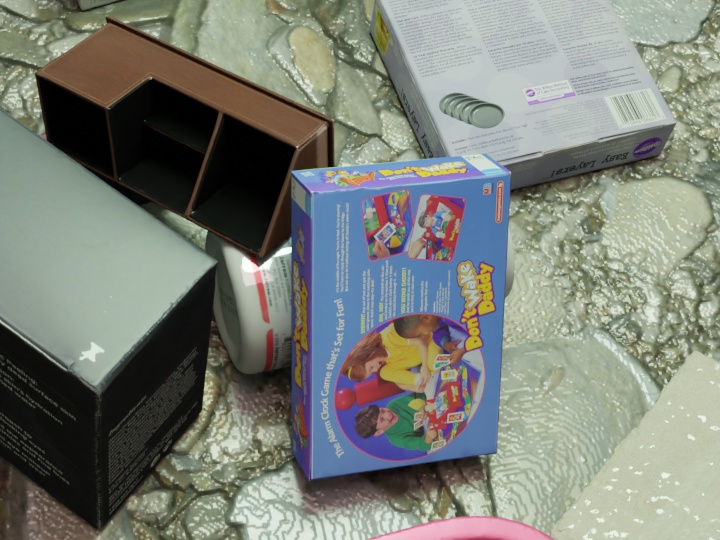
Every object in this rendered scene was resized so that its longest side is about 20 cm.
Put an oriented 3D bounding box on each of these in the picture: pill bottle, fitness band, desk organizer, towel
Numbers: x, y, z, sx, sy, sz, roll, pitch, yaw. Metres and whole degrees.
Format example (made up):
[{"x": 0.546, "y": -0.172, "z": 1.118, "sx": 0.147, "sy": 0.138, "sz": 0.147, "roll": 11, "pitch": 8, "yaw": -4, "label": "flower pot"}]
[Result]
[{"x": 0.000, "y": 0.000, "z": 1.079, "sx": 0.199, "sy": 0.109, "sz": 0.109, "roll": -11, "pitch": 61, "yaw": -16, "label": "pill bottle"}, {"x": 0.055, "y": 0.232, "z": 0.986, "sx": 0.199, "sy": 0.037, "sz": 0.144, "roll": -12, "pitch": 61, "yaw": -14, "label": "fitness band"}, {"x": -0.118, "y": -0.091, "z": 1.043, "sx": 0.200, "sy": 0.072, "sz": 0.077, "roll": 27, "pitch": 50, "yaw": 26, "label": "desk organizer"}, {"x": 0.231, "y": 0.149, "z": 1.051, "sx": 0.132, "sy": 0.035, "sz": 0.200, "roll": 29, "pitch": 58, "yaw": 29, "label": "towel"}]

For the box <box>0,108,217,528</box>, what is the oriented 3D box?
[{"x": -0.203, "y": 0.029, "z": 0.977, "sx": 0.196, "sy": 0.200, "sz": 0.117, "roll": 34, "pitch": 60, "yaw": 12, "label": "box"}]

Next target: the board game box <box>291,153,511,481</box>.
[{"x": 0.024, "y": 0.030, "z": 1.012, "sx": 0.134, "sy": 0.201, "sz": 0.045, "roll": -6, "pitch": 22, "yaw": -18, "label": "board game box"}]

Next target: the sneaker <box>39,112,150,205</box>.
[{"x": -0.208, "y": -0.081, "z": 1.133, "sx": 0.199, "sy": 0.070, "sz": 0.082, "roll": -15, "pitch": 45, "yaw": -20, "label": "sneaker"}]

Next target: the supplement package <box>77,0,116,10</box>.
[{"x": -0.209, "y": -0.341, "z": 1.231, "sx": 0.111, "sy": 0.156, "sz": 0.200, "roll": -21, "pitch": 64, "yaw": -19, "label": "supplement package"}]

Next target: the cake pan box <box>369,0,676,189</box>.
[{"x": 0.129, "y": -0.157, "z": 1.231, "sx": 0.199, "sy": 0.052, "sz": 0.185, "roll": -15, "pitch": 64, "yaw": -17, "label": "cake pan box"}]
